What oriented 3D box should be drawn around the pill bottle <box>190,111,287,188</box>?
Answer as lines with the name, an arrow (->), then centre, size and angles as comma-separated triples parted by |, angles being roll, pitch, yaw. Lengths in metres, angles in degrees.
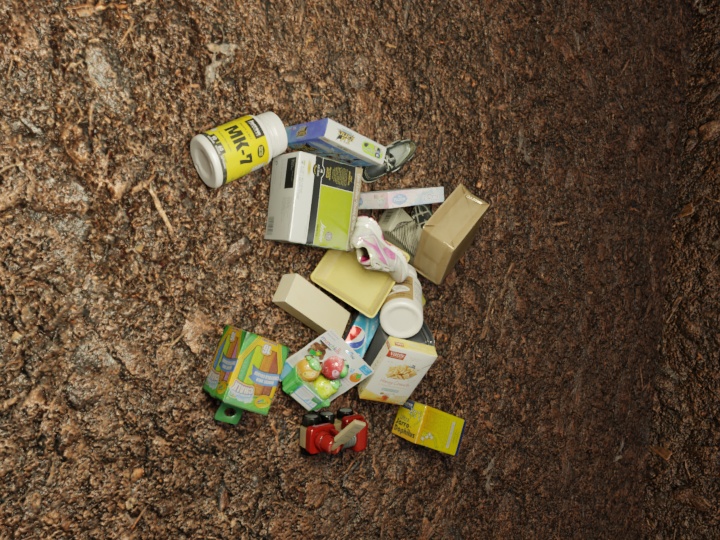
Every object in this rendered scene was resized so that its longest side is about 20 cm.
pill bottle -> -0.265, -0.273, 1.257 | 0.198, 0.113, 0.117 | -33, 113, -32

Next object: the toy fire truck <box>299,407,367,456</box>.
toy fire truck -> -0.039, 0.411, 1.434 | 0.172, 0.197, 0.134 | 2, 93, -38

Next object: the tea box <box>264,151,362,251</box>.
tea box -> -0.112, -0.161, 1.375 | 0.192, 0.132, 0.208 | 8, 89, -38

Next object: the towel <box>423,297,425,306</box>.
towel -> 0.113, 0.066, 1.644 | 0.144, 0.022, 0.203 | -44, 119, -27

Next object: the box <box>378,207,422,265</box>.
box -> 0.136, -0.091, 1.621 | 0.199, 0.067, 0.084 | 39, 71, -33

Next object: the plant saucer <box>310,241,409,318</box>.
plant saucer -> 0.000, 0.000, 1.478 | 0.196, 0.049, 0.203 | 30, 70, 11

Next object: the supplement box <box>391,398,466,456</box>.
supplement box -> 0.206, 0.466, 1.695 | 0.197, 0.107, 0.113 | 28, 77, -36

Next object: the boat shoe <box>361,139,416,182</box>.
boat shoe -> 0.077, -0.307, 1.562 | 0.200, 0.059, 0.077 | -43, 118, -28

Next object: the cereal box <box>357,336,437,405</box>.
cereal box -> 0.094, 0.265, 1.480 | 0.140, 0.040, 0.203 | 13, 126, -23

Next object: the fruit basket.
fruit basket -> -0.091, 0.254, 1.394 | 0.186, 0.197, 0.095 | 47, 23, -30

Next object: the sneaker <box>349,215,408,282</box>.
sneaker -> 0.039, -0.034, 1.389 | 0.200, 0.080, 0.089 | 47, 66, -23

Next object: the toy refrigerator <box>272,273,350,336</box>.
toy refrigerator -> -0.123, 0.093, 1.429 | 0.199, 0.069, 0.078 | 39, 64, -35

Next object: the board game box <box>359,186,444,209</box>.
board game box -> 0.084, -0.189, 1.490 | 0.195, 0.196, 0.045 | -11, 100, -36

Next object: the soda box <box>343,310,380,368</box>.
soda box -> -0.010, 0.186, 1.512 | 0.063, 0.068, 0.204 | 28, 73, -5

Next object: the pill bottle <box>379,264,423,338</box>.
pill bottle -> 0.109, 0.071, 1.504 | 0.116, 0.112, 0.202 | 56, 21, -27

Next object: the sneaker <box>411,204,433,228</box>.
sneaker -> 0.214, -0.130, 1.693 | 0.201, 0.076, 0.081 | 50, 45, -35

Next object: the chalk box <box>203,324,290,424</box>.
chalk box -> -0.266, 0.245, 1.287 | 0.123, 0.122, 0.206 | 25, 78, -36

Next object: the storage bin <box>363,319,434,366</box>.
storage bin -> 0.092, 0.220, 1.552 | 0.130, 0.147, 0.204 | 1, 130, -28

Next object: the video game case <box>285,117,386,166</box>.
video game case -> -0.065, -0.298, 1.360 | 0.178, 0.197, 0.047 | 18, 85, -37

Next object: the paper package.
paper package -> 0.239, -0.095, 1.532 | 0.191, 0.102, 0.202 | -48, 164, -23
